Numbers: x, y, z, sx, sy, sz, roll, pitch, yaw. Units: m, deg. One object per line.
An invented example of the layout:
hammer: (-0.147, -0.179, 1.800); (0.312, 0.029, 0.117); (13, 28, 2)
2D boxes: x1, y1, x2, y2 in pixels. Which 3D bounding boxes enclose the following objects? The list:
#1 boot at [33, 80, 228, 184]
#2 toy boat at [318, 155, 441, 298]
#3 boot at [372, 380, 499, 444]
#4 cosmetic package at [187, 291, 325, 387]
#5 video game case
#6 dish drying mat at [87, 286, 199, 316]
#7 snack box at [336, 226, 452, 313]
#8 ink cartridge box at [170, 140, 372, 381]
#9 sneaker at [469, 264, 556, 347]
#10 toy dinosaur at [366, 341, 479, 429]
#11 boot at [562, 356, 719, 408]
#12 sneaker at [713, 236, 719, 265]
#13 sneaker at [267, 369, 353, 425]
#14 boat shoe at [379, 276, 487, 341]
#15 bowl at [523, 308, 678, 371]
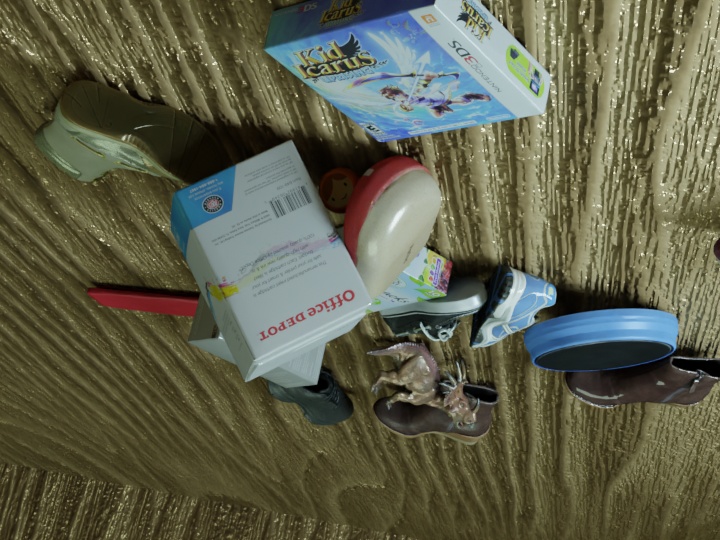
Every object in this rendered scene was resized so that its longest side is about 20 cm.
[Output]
boot: (-0.259, -0.134, 1.444); (0.198, 0.073, 0.154); (23, 158, -22)
toy boat: (0.007, -0.065, 1.434); (0.130, 0.131, 0.200); (40, 161, 9)
boot: (0.124, 0.219, 2.132); (0.197, 0.073, 0.167); (14, 147, 2)
cosmetic package: (-0.147, 0.090, 1.895); (0.199, 0.108, 0.090); (30, 154, -34)
video game case: (0.042, -0.189, 1.169); (0.198, 0.046, 0.181); (-6, 151, 40)
dish drying mat: (-0.325, 0.049, 2.014); (0.197, 0.018, 0.077); (4, 158, 19)
snack box: (0.000, 0.000, 1.656); (0.141, 0.054, 0.199); (26, 155, -33)
ink cartridge box: (-0.102, -0.006, 1.418); (0.145, 0.202, 0.146); (-25, 172, -15)
sneaker: (0.190, 0.057, 1.659); (0.076, 0.077, 0.200); (11, 160, -8)
toy dinosaur: (0.094, 0.156, 1.968); (0.134, 0.087, 0.200); (-15, 131, 32)
boot: (0.393, 0.140, 1.770); (0.197, 0.073, 0.167); (8, 159, -7)
sneaker: (0.446, -0.037, 1.304); (0.198, 0.075, 0.091); (8, 130, 44)
sneaker: (-0.070, 0.212, 2.211); (0.090, 0.077, 0.199); (-14, 149, 37)
boat shoe: (0.099, 0.058, 1.686); (0.198, 0.073, 0.069); (-11, 108, 48)
bowl: (0.311, 0.093, 1.661); (0.197, 0.040, 0.201); (-3, 163, -1)
